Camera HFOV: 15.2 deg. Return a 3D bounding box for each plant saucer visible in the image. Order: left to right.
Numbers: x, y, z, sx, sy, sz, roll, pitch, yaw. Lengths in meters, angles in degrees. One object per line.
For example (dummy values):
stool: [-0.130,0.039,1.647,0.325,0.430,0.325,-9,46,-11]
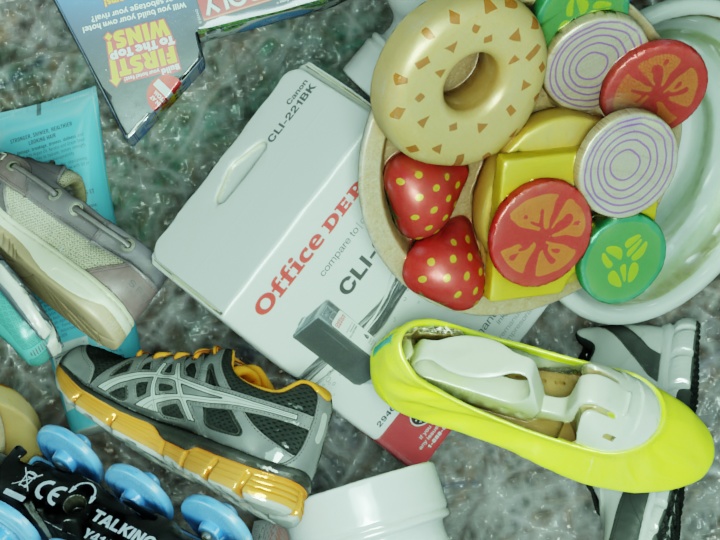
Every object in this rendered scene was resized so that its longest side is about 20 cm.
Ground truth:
plant saucer: [0.163,-0.069,1.578,0.199,0.050,0.201,-18,123,-31]

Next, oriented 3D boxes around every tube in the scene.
tube: [-0.171,-0.004,1.609,0.077,0.050,0.201,-14,84,5]

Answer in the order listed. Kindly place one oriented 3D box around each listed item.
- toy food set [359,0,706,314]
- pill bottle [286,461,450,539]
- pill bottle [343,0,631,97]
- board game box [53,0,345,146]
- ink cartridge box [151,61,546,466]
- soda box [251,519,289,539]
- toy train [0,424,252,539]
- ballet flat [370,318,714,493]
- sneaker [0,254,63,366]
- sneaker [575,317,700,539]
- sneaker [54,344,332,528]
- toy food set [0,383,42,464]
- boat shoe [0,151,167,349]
toy food set: [0.093,-0.066,1.452,0.197,0.049,0.201,-7,116,-22]
pill bottle: [0.028,0.214,1.493,0.119,0.120,0.201,-16,84,-1]
pill bottle: [0.085,-0.160,1.509,0.112,0.112,0.200,43,94,1]
board game box: [-0.112,-0.185,1.607,0.199,0.062,0.201,-14,88,-1]
ink cartridge box: [0.000,0.000,1.536,0.145,0.084,0.200,-52,132,-2]
soda box: [-0.042,0.245,1.563,0.063,0.068,0.201,17,75,-23]
toy train: [-0.132,0.166,1.512,0.199,0.115,0.087,22,56,28]
ballet flat: [0.102,0.071,1.480,0.199,0.067,0.067,16,61,1]
sneaker: [-0.256,0.012,1.568,0.199,0.078,0.080,25,67,27]
sneaker: [0.151,0.110,1.565,0.080,0.074,0.201,5,45,9]
sneaker: [-0.091,0.077,1.508,0.199,0.078,0.078,22,81,38]
toy food set: [-0.296,0.081,1.550,0.199,0.049,0.198,-16,131,21]
boat shoe: [-0.184,-0.031,1.562,0.065,0.072,0.200,-41,54,-15]
